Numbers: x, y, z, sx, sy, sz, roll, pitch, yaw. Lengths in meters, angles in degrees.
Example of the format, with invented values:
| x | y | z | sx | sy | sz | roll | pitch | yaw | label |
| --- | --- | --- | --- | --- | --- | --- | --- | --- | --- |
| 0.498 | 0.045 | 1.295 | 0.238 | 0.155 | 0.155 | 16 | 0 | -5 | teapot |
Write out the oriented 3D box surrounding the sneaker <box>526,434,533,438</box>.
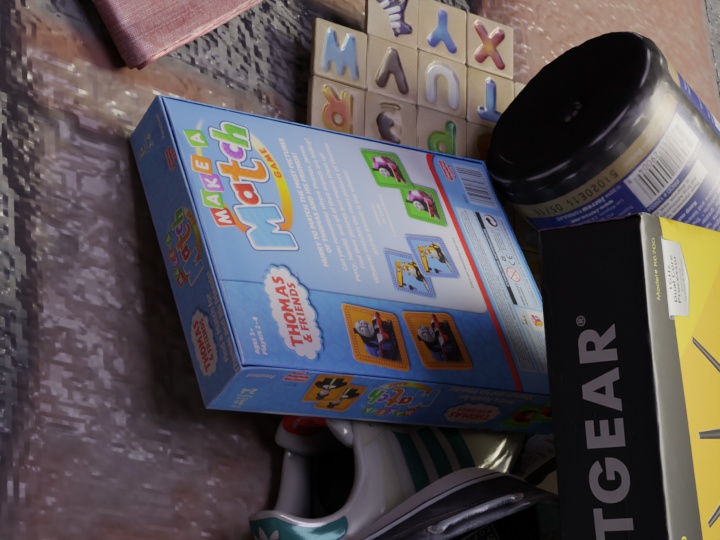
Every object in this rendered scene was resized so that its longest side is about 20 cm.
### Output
| x | y | z | sx | sy | sz | roll | pitch | yaw | label |
| --- | --- | --- | --- | --- | --- | --- | --- | --- | --- |
| 0.144 | 0.132 | 0.896 | 0.080 | 0.088 | 0.201 | -32 | 98 | -53 | sneaker |

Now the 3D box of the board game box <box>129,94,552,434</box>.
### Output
| x | y | z | sx | sy | sz | roll | pitch | yaw | label |
| --- | --- | --- | --- | --- | --- | --- | --- | --- | --- |
| 0.000 | 0.000 | 0.779 | 0.199 | 0.037 | 0.152 | 9 | 47 | -37 | board game box |

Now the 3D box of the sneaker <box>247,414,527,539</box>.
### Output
| x | y | z | sx | sy | sz | roll | pitch | yaw | label |
| --- | --- | --- | --- | --- | --- | --- | --- | --- | --- |
| 0.013 | 0.084 | 0.777 | 0.094 | 0.070 | 0.200 | 58 | 41 | -20 | sneaker |

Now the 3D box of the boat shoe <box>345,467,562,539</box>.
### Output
| x | y | z | sx | sy | sz | roll | pitch | yaw | label |
| --- | --- | --- | --- | --- | --- | --- | --- | --- | --- |
| 0.004 | 0.149 | 0.674 | 0.199 | 0.068 | 0.072 | -29 | 101 | -21 | boat shoe |

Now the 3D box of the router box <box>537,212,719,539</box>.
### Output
| x | y | z | sx | sy | sz | roll | pitch | yaw | label |
| --- | --- | --- | --- | --- | --- | --- | --- | --- | --- |
| 0.133 | 0.083 | 0.717 | 0.149 | 0.051 | 0.202 | 5 | 79 | -61 | router box |

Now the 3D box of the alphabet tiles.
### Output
| x | y | z | sx | sy | sz | roll | pitch | yaw | label |
| --- | --- | --- | --- | --- | --- | --- | --- | --- | --- |
| 0.043 | -0.053 | 0.893 | 0.165 | 0.006 | 0.202 | 14 | 67 | -30 | alphabet tiles |

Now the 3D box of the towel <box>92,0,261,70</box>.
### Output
| x | y | z | sx | sy | sz | roll | pitch | yaw | label |
| --- | --- | --- | --- | --- | --- | --- | --- | --- | --- |
| -0.120 | -0.207 | 0.813 | 0.201 | 0.023 | 0.144 | 59 | 40 | -7 | towel |

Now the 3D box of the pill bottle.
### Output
| x | y | z | sx | sy | sz | roll | pitch | yaw | label |
| --- | --- | --- | --- | --- | --- | --- | --- | --- | --- |
| 0.168 | -0.023 | 0.901 | 0.200 | 0.111 | 0.112 | 45 | 43 | -25 | pill bottle |

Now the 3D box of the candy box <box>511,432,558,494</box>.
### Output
| x | y | z | sx | sy | sz | roll | pitch | yaw | label |
| --- | --- | --- | --- | --- | --- | --- | --- | --- | --- |
| 0.149 | 0.124 | 0.827 | 0.199 | 0.061 | 0.137 | -36 | 97 | -7 | candy box |
